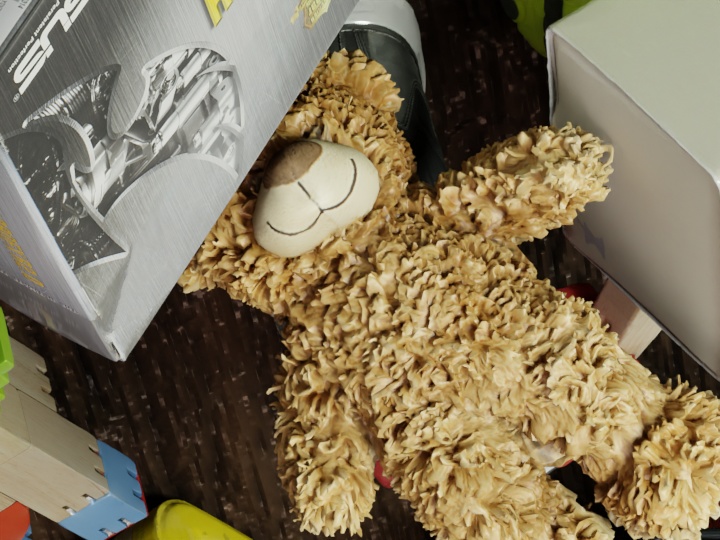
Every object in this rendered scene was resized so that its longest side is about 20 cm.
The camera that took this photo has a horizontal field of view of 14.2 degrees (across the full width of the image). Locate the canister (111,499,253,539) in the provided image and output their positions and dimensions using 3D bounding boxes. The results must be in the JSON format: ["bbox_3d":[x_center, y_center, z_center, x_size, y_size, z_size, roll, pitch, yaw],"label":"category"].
[{"bbox_3d":[-0.106,0.192,1.180,0.200,0.087,0.148,-37,132,21],"label":"canister"}]

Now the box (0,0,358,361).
[{"bbox_3d":[-0.050,-0.095,0.801,0.048,0.200,0.159,25,160,21],"label":"box"}]

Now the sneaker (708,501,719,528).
[{"bbox_3d":[0.107,0.163,1.213,0.199,0.073,0.077,-30,146,22],"label":"sneaker"}]

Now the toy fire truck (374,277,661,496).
[{"bbox_3d":[0.088,0.017,1.006,0.141,0.049,0.200,-40,161,23],"label":"toy fire truck"}]

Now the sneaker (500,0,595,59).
[{"bbox_3d":[0.085,-0.157,0.897,0.083,0.074,0.201,-23,138,-28],"label":"sneaker"}]

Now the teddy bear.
[{"bbox_3d":[0.025,0.022,0.890,0.145,0.201,0.067,-27,178,19],"label":"teddy bear"}]

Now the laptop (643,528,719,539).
[{"bbox_3d":[0.155,0.184,1.095,0.200,0.103,0.177,47,136,3],"label":"laptop"}]

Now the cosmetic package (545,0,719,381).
[{"bbox_3d":[0.164,-0.068,0.924,0.199,0.087,0.104,-32,143,-17],"label":"cosmetic package"}]

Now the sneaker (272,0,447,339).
[{"bbox_3d":[0.000,0.000,1.006,0.066,0.091,0.201,-8,136,-4],"label":"sneaker"}]

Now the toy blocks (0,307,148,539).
[{"bbox_3d":[-0.174,0.085,1.062,0.199,0.100,0.137,-30,145,16],"label":"toy blocks"}]
